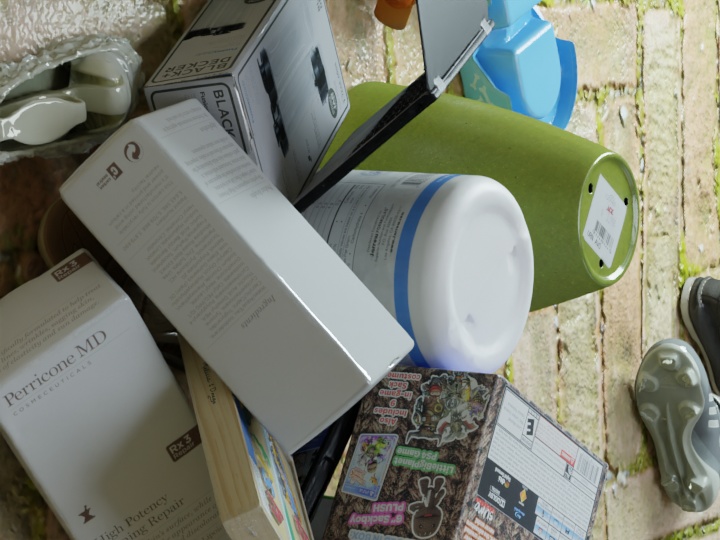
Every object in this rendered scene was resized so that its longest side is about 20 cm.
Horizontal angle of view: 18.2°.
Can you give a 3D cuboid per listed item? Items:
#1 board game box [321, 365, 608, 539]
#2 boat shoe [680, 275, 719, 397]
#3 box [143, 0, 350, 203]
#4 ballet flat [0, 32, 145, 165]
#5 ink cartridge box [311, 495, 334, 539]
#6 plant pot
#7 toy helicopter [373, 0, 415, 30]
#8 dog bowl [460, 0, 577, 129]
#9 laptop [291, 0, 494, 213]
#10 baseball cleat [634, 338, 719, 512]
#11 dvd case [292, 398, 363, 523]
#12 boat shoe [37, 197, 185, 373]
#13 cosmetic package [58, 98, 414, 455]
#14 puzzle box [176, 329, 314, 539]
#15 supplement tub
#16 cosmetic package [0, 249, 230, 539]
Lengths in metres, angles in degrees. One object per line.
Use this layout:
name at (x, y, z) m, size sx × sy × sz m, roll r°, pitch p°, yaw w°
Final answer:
board game box at (0.058, 0.182, 1.405) m, size 0.159 × 0.096 × 0.201 m, roll 40°, pitch 61°, yaw -49°
boat shoe at (0.363, 0.075, 2.150) m, size 0.200 × 0.057 × 0.067 m, roll 52°, pitch 52°, yaw -45°
box at (-0.068, -0.110, 1.430) m, size 0.200 × 0.060 × 0.117 m, roll -67°, pitch 147°, yaw -58°
ballet flat at (-0.176, -0.094, 1.317) m, size 0.200 × 0.071 × 0.072 m, roll -27°, pitch 115°, yaw -53°
ink cartridge box at (-0.017, 0.233, 1.514) m, size 0.200 × 0.145 × 0.084 m, roll 53°, pitch 50°, yaw -43°
plant pot at (0.090, -0.039, 1.601) m, size 0.187 × 0.199 × 0.189 m, roll -9°, pitch 101°, yaw -56°
toy helicopter at (0.032, -0.248, 1.590) m, size 0.200 × 0.078 × 0.133 m, roll 25°, pitch 84°, yaw -65°
dog bowl at (0.115, -0.192, 1.760) m, size 0.111 × 0.049 × 0.201 m, roll -41°, pitch 125°, yaw -47°
laptop at (0.011, -0.157, 1.400) m, size 0.116 × 0.200 × 0.187 m, roll 49°, pitch 24°, yaw -5°
baseball cleat at (0.297, 0.124, 2.061) m, size 0.107 × 0.069 × 0.201 m, roll -58°, pitch 147°, yaw -45°
dvd case at (-0.080, 0.165, 1.419) m, size 0.018 × 0.142 × 0.201 m, roll 42°, pitch 57°, yaw -26°
boat shoe at (-0.131, 0.021, 1.399) m, size 0.200 × 0.064 × 0.072 m, roll 39°, pitch 67°, yaw -32°
cosmetic package at (-0.069, 0.001, 1.288) m, size 0.200 × 0.074 × 0.102 m, roll 50°, pitch 20°, yaw 3°
puzzle box at (-0.062, 0.113, 1.307) m, size 0.201 × 0.025 × 0.133 m, roll -108°, pitch 175°, yaw -48°
supplement tub at (0.000, 0.000, 1.469) m, size 0.132 × 0.199 × 0.133 m, roll -7°, pitch 98°, yaw -55°
cosmetic package at (-0.149, 0.099, 1.323) m, size 0.101 × 0.074 × 0.201 m, roll -35°, pitch 129°, yaw -11°
